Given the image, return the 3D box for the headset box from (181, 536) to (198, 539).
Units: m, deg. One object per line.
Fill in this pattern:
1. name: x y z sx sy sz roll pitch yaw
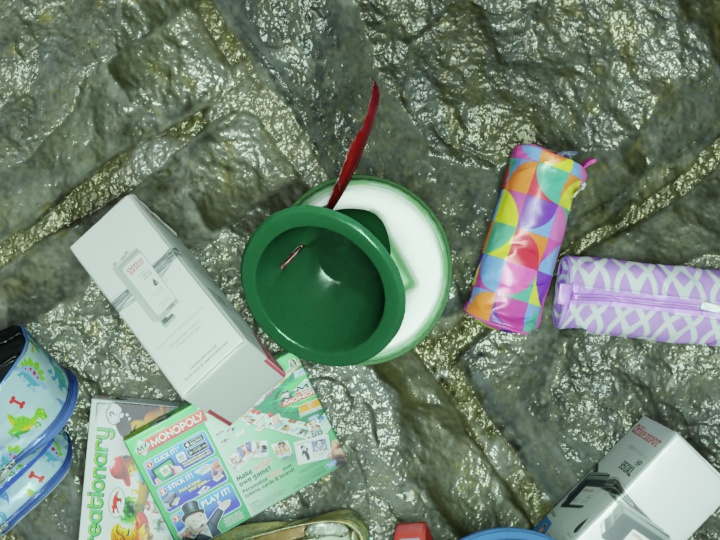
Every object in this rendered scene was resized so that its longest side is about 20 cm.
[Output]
1. headset box: -0.127 0.361 1.216 0.147 0.201 0.078 15 50 -3

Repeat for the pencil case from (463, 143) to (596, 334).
1. pencil case: 0.173 -0.033 1.256 0.087 0.088 0.203 19 92 0

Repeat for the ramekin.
1. ramekin: 0.000 0.000 1.247 0.197 0.098 0.203 0 91 0

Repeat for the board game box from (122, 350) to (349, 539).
1. board game box: -0.127 0.186 1.259 0.198 0.029 0.136 -27 97 -11

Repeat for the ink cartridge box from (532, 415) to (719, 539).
1. ink cartridge box: 0.263 0.252 1.228 0.084 0.145 0.200 44 90 0

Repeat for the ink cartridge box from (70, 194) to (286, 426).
1. ink cartridge box: -0.176 0.041 1.195 0.083 0.147 0.200 -41 68 -2

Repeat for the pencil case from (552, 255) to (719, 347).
1. pencil case: 0.296 0.033 1.255 0.197 0.086 0.085 5 102 1

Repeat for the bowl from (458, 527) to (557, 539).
1. bowl: 0.141 0.345 1.138 0.197 0.039 0.204 0 90 1

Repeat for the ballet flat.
1. ballet flat: -0.084 0.293 1.252 0.197 0.071 0.072 -12 91 -10

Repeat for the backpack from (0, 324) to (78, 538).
1. backpack: -0.371 0.164 1.214 0.200 0.183 0.147 -44 114 -3

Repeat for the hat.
1. hat: -0.004 -0.033 1.189 0.165 0.176 0.200 37 128 -3

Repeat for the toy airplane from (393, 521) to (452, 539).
1. toy airplane: 0.060 0.384 1.230 0.199 0.141 0.201 41 103 7

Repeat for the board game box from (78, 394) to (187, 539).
1. board game box: -0.228 0.238 1.282 0.124 0.035 0.203 5 91 -1
